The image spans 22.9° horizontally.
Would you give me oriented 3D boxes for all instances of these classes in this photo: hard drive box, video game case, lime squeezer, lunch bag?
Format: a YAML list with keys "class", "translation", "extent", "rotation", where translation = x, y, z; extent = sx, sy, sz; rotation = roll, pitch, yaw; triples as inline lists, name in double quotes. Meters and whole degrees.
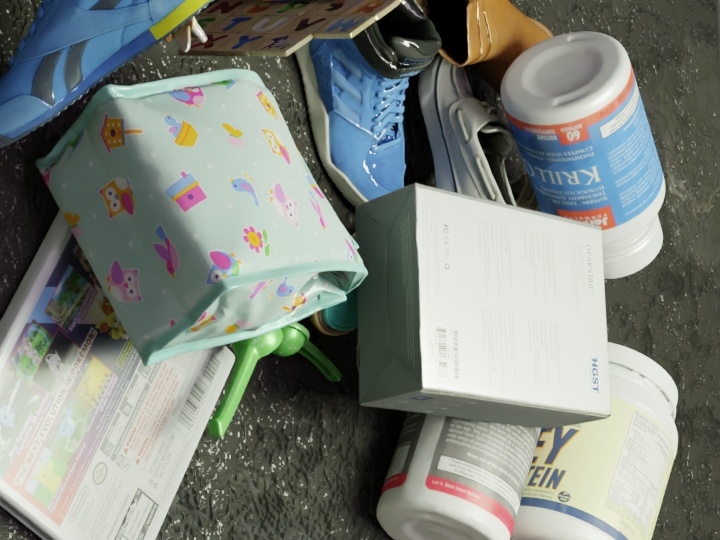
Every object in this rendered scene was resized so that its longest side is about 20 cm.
- class: "hard drive box"
  translation: [0.096, 0.032, 1.357]
  extent: [0.199, 0.076, 0.158]
  rotation: [11, 71, -37]
- class: "video game case"
  translation: [-0.180, 0.088, 1.206]
  extent: [0.182, 0.023, 0.201]
  rotation: [47, 52, -35]
- class: "lime squeezer"
  translation: [-0.059, 0.064, 1.302]
  extent: [0.200, 0.037, 0.071]
  rotation: [-19, 88, -65]
- class: "lunch bag"
  translation: [-0.095, -0.042, 1.213]
  extent: [0.199, 0.122, 0.171]
  rotation: [-14, 69, -54]

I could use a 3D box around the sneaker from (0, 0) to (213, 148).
- class: "sneaker"
  translation: [-0.188, -0.153, 1.142]
  extent: [0.079, 0.199, 0.066]
  rotation: [53, 4, -17]

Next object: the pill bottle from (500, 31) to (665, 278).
- class: "pill bottle"
  translation: [0.196, -0.092, 1.505]
  extent: [0.113, 0.111, 0.201]
  rotation: [-60, 139, -36]

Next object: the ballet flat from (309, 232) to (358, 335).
- class: "ballet flat"
  translation: [0.000, 0.000, 1.404]
  extent: [0.200, 0.063, 0.069]
  rotation: [-26, 127, -54]

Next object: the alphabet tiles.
- class: "alphabet tiles"
  translation: [-0.039, -0.199, 1.311]
  extent: [0.200, 0.165, 0.006]
  rotation: [-42, 127, -45]

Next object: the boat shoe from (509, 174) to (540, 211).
- class: "boat shoe"
  translation: [0.105, -0.023, 1.533]
  extent: [0.200, 0.074, 0.069]
  rotation: [-34, 100, -51]

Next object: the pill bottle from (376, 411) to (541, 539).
- class: "pill bottle"
  translation: [0.092, 0.128, 1.452]
  extent: [0.111, 0.110, 0.201]
  rotation: [43, 55, -37]

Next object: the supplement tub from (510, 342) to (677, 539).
- class: "supplement tub"
  translation: [0.193, 0.177, 1.540]
  extent: [0.145, 0.144, 0.201]
  rotation: [48, 50, -34]

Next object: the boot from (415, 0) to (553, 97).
- class: "boot"
  translation: [0.109, -0.197, 1.508]
  extent: [0.201, 0.076, 0.155]
  rotation: [60, 19, -11]

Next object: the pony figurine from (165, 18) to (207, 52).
- class: "pony figurine"
  translation: [-0.165, -0.267, 1.204]
  extent: [0.193, 0.165, 0.202]
  rotation: [36, 42, -49]

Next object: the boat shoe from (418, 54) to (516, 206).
- class: "boat shoe"
  translation: [0.096, -0.108, 1.492]
  extent: [0.072, 0.065, 0.201]
  rotation: [45, 30, -42]

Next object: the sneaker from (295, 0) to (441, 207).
- class: "sneaker"
  translation: [0.018, -0.144, 1.410]
  extent: [0.077, 0.110, 0.202]
  rotation: [-28, 106, -48]
